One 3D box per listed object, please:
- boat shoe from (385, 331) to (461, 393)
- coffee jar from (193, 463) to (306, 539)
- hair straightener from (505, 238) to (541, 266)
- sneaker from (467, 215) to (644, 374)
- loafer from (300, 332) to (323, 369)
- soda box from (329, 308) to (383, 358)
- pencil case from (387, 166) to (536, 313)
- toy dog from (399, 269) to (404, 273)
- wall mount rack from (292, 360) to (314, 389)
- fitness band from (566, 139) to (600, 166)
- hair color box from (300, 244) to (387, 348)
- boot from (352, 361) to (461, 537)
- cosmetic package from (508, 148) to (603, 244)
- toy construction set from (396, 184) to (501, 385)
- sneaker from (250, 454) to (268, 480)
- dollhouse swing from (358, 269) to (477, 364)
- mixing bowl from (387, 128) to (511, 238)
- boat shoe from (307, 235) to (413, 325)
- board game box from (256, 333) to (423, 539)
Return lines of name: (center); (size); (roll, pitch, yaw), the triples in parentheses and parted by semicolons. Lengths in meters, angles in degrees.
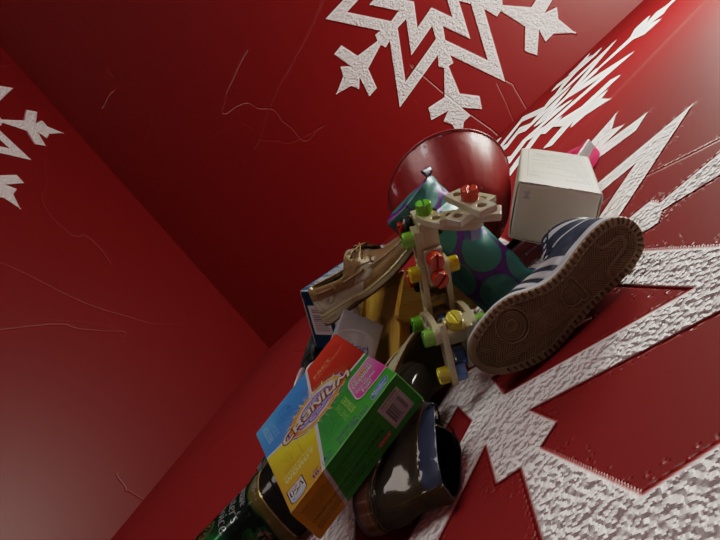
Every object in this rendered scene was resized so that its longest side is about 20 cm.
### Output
boat shoe: (0.054, 0.131, 0.704); (0.200, 0.074, 0.066); (-47, 10, -24)
coffee jar: (-0.140, 0.327, 0.718); (0.200, 0.086, 0.104); (-44, 5, -3)
hair straightener: (0.206, -0.006, 0.858); (0.201, 0.041, 0.077); (-49, 12, 21)
sneaker: (0.188, 0.021, 0.598); (0.199, 0.070, 0.109); (-42, 5, 9)
loafer: (-0.052, 0.102, 1.025); (0.072, 0.073, 0.201); (-34, 15, 42)
soda box: (-0.028, 0.158, 0.766); (0.069, 0.062, 0.204); (118, 172, -54)
pencil case: (0.129, -0.028, 0.720); (0.092, 0.199, 0.086); (-45, -5, -41)
toy dog: (0.140, -0.006, 1.055); (0.131, 0.097, 0.201); (-38, 8, 47)
wall mount rack: (-0.061, 0.188, 0.883); (0.202, 0.072, 0.178); (102, -174, -60)
fitness band: (0.333, -0.148, 0.999); (0.200, 0.037, 0.143); (-47, 2, -29)
hair color box: (-0.009, 0.039, 0.982); (0.059, 0.103, 0.199); (-2, 20, 38)
boot: (0.065, 0.157, 0.569); (0.095, 0.075, 0.202); (-29, 23, 34)
cosmetic package: (0.252, -0.101, 0.771); (0.200, 0.101, 0.074); (-52, -30, -61)
toy construction set: (0.089, 0.003, 0.620); (0.088, 0.207, 0.132); (-2, 26, -9)
sneaker: (-0.136, 0.307, 0.933); (0.082, 0.071, 0.200); (-39, 8, 7)
dollhouse swing: (0.089, 0.095, 0.859); (0.175, 0.183, 0.200); (-9, -7, -18)
mixing bowl: (0.142, -0.089, 0.857); (0.199, 0.198, 0.110); (-41, 36, 24)
boat shoe: (0.000, 0.000, 0.812); (0.199, 0.067, 0.074); (-40, 5, 26)
board game box: (-0.032, 0.156, 0.609); (0.154, 0.040, 0.199); (-51, 18, -9)
